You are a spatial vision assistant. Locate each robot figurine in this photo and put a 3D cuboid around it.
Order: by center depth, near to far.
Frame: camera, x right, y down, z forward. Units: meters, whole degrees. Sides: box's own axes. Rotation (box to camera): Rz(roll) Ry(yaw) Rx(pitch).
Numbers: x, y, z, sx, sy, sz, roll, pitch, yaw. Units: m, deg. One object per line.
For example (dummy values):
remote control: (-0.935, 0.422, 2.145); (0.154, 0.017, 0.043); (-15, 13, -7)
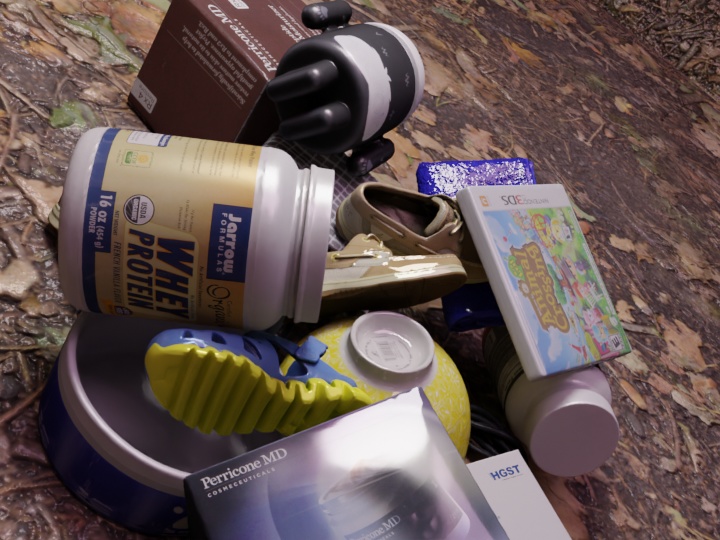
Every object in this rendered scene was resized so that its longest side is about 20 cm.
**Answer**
robot figurine: (-0.015, -0.194, 1.093); (0.124, 0.151, 0.200); (31, 34, 19)

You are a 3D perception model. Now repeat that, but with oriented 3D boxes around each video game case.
video game case: (0.192, 0.005, 1.055); (0.181, 0.022, 0.202); (-6, 72, -47)

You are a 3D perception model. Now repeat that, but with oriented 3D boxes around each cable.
cable: (0.087, 0.185, 1.015); (0.200, 0.051, 0.163); (43, 33, 9)

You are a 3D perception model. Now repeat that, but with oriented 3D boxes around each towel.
towel: (-0.040, -0.058, 1.089); (0.199, 0.086, 0.166); (39, 31, -1)
towel: (0.146, -0.034, 1.116); (0.146, 0.050, 0.202); (-3, 64, -18)

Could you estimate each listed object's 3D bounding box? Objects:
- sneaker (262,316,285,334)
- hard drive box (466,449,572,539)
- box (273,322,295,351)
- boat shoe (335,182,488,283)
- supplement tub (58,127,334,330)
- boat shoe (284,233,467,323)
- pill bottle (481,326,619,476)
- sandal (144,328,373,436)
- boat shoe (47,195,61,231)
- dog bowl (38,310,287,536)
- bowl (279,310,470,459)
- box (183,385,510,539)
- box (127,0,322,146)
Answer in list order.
sneaker: (-0.124, -0.007, 0.942); (0.082, 0.075, 0.200); (10, 23, -34)
hard drive box: (0.108, 0.270, 0.865); (0.155, 0.077, 0.201); (-10, 52, -29)
box: (-0.121, -0.009, 1.070); (0.161, 0.049, 0.200); (36, 32, -5)
boat shoe: (0.076, -0.041, 1.032); (0.198, 0.065, 0.073); (16, 58, -18)
supplement tub: (-0.124, -0.030, 0.809); (0.198, 0.145, 0.145); (6, 37, -3)
boat shoe: (0.000, 0.000, 0.974); (0.198, 0.074, 0.067); (-7, 67, 0)
pill bottle: (0.205, 0.123, 1.117); (0.115, 0.116, 0.201); (24, 24, -18)
sandal: (-0.084, 0.083, 0.821); (0.199, 0.080, 0.087); (21, 30, -37)
boat shoe: (-0.217, -0.040, 0.936); (0.199, 0.065, 0.073); (26, 13, 35)
dog bowl: (-0.158, 0.113, 0.849); (0.199, 0.079, 0.201); (24, 34, -18)
bowl: (0.018, 0.103, 0.954); (0.198, 0.108, 0.201); (10, 38, -8)
box: (-0.004, 0.221, 0.748); (0.198, 0.124, 0.199); (-19, 55, -20)
box: (-0.131, -0.220, 1.221); (0.166, 0.165, 0.199); (47, 34, 16)
